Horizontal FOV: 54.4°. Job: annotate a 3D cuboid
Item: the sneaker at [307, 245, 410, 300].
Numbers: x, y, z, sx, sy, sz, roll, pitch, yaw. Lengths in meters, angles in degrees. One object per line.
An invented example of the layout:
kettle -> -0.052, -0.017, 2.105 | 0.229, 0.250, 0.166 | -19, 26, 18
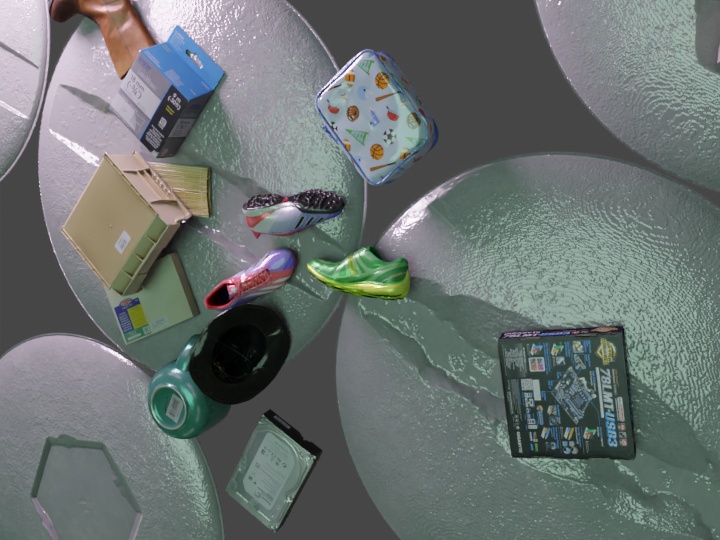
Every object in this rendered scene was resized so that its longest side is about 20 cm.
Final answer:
sneaker -> 0.000, 0.000, 1.223 | 0.196, 0.074, 0.086 | 8, 78, 25

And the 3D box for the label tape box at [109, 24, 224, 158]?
label tape box -> -0.367, -0.338, 1.318 | 0.144, 0.063, 0.201 | 44, 113, 10

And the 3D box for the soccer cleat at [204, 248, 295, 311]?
soccer cleat -> -0.205, 0.022, 1.303 | 0.197, 0.076, 0.068 | -28, 88, 25

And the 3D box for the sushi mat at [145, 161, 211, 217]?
sushi mat -> -0.377, -0.162, 1.381 | 0.196, 0.012, 0.098 | 8, 104, 23

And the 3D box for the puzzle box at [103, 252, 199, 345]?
puzzle box -> -0.430, 0.060, 1.436 | 0.197, 0.025, 0.136 | -21, 91, 25

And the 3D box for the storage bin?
storage bin -> -0.455, -0.090, 1.363 | 0.199, 0.093, 0.201 | 46, 111, 13

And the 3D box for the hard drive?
hard drive -> -0.173, 0.395, 1.377 | 0.138, 0.038, 0.203 | 34, 111, 15

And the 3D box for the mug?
mug -> -0.350, 0.237, 1.383 | 0.149, 0.114, 0.189 | -19, 92, 25

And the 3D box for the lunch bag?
lunch bag -> 0.022, -0.251, 1.158 | 0.159, 0.075, 0.202 | -38, 84, 27

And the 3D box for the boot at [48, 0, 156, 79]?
boot -> -0.503, -0.470, 1.369 | 0.185, 0.068, 0.203 | -25, 96, 17

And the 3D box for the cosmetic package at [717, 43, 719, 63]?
cosmetic package -> 0.572, -0.304, 0.892 | 0.196, 0.103, 0.090 | 11, 105, 20

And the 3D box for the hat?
hat -> -0.234, 0.146, 1.329 | 0.196, 0.081, 0.205 | -8, 112, -20

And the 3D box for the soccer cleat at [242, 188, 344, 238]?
soccer cleat -> -0.116, -0.098, 1.258 | 0.195, 0.069, 0.075 | -2, 122, 20

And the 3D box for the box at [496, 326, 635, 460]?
box -> 0.327, 0.197, 1.116 | 0.194, 0.050, 0.205 | -7, 96, 24
